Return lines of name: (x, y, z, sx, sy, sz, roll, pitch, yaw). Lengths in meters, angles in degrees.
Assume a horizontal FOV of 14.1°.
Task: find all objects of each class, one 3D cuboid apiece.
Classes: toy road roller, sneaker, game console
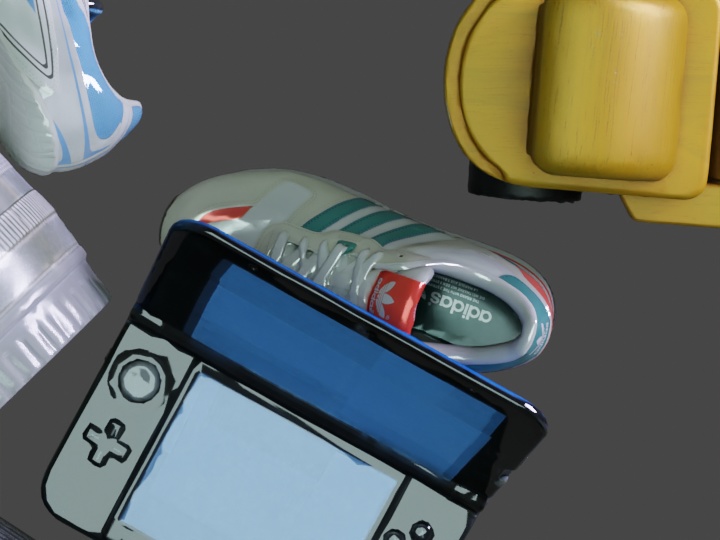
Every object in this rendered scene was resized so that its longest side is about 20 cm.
toy road roller: (0.138, -0.082, 1.350, 0.198, 0.146, 0.124, 5, 95, 0)
sneaker: (-0.170, -0.142, 1.394, 0.072, 0.072, 0.201, -23, 86, -37)
sneaker: (0.000, 0.001, 1.383, 0.198, 0.093, 0.071, 18, 94, -1)
game console: (-0.037, 0.090, 1.378, 0.199, 0.118, 0.171, 29, 94, -1)

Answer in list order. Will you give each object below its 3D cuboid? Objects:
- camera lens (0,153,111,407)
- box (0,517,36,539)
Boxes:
camera lens: (-0.235, -0.010, 1.349, 0.160, 0.160, 0.200, -43, 93, 3)
box: (-0.248, 0.172, 1.420, 0.199, 0.049, 0.162, 33, 95, -2)
